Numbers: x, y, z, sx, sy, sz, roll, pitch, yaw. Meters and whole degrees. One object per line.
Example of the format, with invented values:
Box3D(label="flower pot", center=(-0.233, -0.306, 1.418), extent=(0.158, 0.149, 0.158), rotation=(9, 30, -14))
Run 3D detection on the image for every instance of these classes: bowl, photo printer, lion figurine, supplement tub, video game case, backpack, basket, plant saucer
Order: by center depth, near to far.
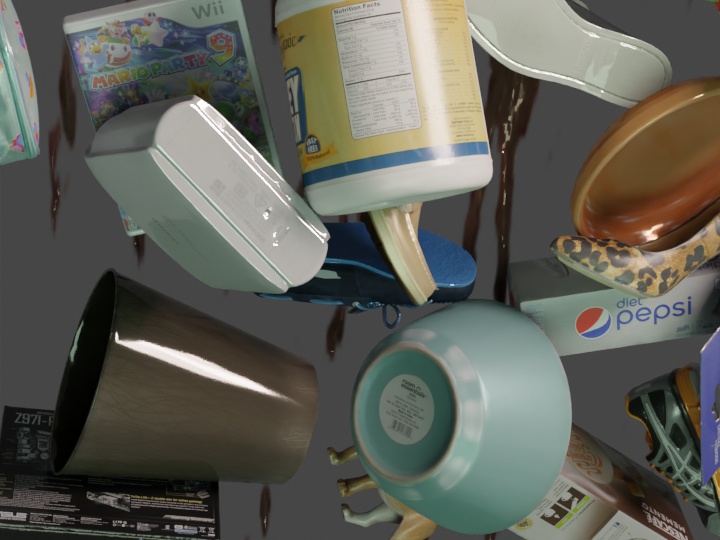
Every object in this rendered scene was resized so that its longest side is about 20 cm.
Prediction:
Box3D(label="backpack", center=(-0.316, -0.131, 1.244), extent=(0.151, 0.201, 0.177), rotation=(-8, 123, -1))
Box3D(label="supplement tub", center=(0.014, -0.150, 1.262), extent=(0.143, 0.145, 0.202), rotation=(-10, 89, 0))
Box3D(label="photo printer", center=(-0.126, -0.057, 1.304), extent=(0.166, 0.200, 0.070), rotation=(46, 73, -20))
Box3D(label="video game case", center=(-0.147, -0.128, 1.375), extent=(0.141, 0.018, 0.202), rotation=(-12, 123, 2))
Box3D(label="plant saucer", center=(0.259, -0.092, 1.394), extent=(0.198, 0.038, 0.201), rotation=(-18, 147, -12))
Box3D(label="bowl", center=(0.068, 0.123, 1.427), extent=(0.104, 0.201, 0.201), rotation=(6, 130, -51))
Box3D(label="basket", center=(-0.148, 0.111, 1.464), extent=(0.198, 0.136, 0.182), rotation=(16, 97, -21))
Box3D(label="lion figurine", center=(0.040, 0.204, 1.593), extent=(0.121, 0.073, 0.201), rotation=(-15, 138, -5))

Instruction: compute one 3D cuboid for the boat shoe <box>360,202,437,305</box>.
Box3D(label="boat shoe", center=(0.027, -0.072, 1.368), extent=(0.064, 0.072, 0.202), rotation=(-22, 91, -4))

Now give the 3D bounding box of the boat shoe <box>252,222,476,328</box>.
Box3D(label="boat shoe", center=(0.000, 0.000, 1.451), extent=(0.198, 0.085, 0.069), rotation=(11, 131, 6))

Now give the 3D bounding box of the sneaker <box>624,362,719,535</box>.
Box3D(label="sneaker", center=(0.308, 0.171, 1.597), extent=(0.076, 0.079, 0.201), rotation=(-13, 121, 18))

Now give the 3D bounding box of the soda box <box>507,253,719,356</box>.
Box3D(label="soda box", center=(0.231, 0.022, 1.486), extent=(0.197, 0.069, 0.064), rotation=(-8, 122, -1))

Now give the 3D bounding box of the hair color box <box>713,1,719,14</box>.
Box3D(label="hair color box", center=(0.346, -0.174, 1.291), extent=(0.110, 0.201, 0.064), rotation=(21, 120, -19))

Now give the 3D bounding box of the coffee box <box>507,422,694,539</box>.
Box3D(label="coffee box", center=(0.211, 0.216, 1.584), extent=(0.199, 0.115, 0.080), rotation=(32, 114, -24))

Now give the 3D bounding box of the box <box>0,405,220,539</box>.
Box3D(label="box", center=(-0.228, 0.210, 1.500), extent=(0.198, 0.164, 0.087), rotation=(6, 123, -11))

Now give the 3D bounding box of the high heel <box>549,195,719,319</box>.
Box3D(label="high heel", center=(0.259, -0.045, 1.400), extent=(0.198, 0.071, 0.144), rotation=(15, 98, -19))

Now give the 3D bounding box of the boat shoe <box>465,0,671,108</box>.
Box3D(label="boat shoe", center=(0.153, -0.184, 1.347), extent=(0.199, 0.060, 0.076), rotation=(28, 97, -20))

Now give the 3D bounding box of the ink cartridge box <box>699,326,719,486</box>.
Box3D(label="ink cartridge box", center=(0.359, 0.068, 1.451), extent=(0.047, 0.200, 0.199), rotation=(24, 149, 29))
